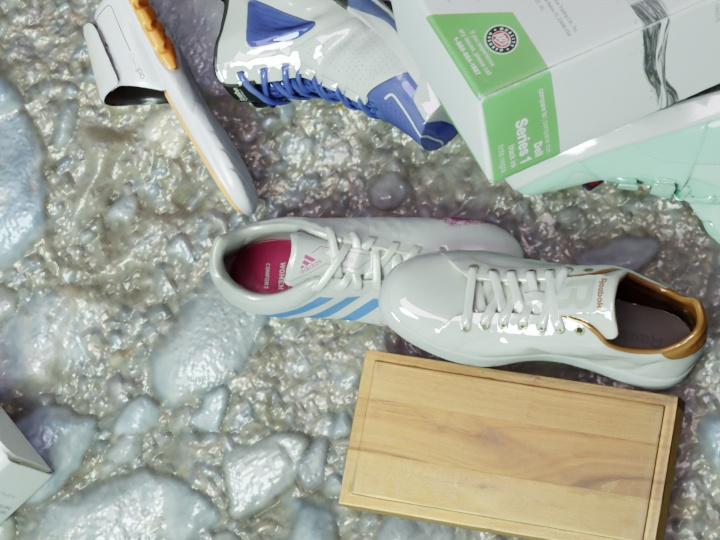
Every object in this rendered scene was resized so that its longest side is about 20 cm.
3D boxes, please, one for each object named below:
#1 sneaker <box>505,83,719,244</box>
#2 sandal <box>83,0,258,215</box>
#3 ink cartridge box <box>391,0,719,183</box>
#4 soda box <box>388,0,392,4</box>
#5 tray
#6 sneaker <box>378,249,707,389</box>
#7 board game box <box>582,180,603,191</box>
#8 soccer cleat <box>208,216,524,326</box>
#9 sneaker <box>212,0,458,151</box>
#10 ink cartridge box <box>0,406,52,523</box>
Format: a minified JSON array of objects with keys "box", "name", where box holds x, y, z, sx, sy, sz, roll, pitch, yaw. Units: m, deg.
[{"box":[0.191,-0.044,1.670,0.199,0.074,0.119,-14,101,12],"name":"sneaker"},{"box":[-0.137,-0.116,1.777,0.059,0.079,0.207,-30,76,5],"name":"sandal"},{"box":[0.134,-0.161,1.638,0.199,0.085,0.146,-23,52,-8],"name":"ink cartridge box"},{"box":[0.000,-0.242,1.773,0.068,0.064,0.200,-43,74,3],"name":"soda box"},{"box":[0.093,0.113,1.699,0.199,0.037,0.099,8,82,15],"name":"tray"},{"box":[0.113,0.016,1.655,0.199,0.085,0.073,8,66,-5],"name":"sneaker"},{"box":[0.193,-0.154,1.727,0.199,0.032,0.120,-34,69,7],"name":"board game box"},{"box":[0.000,0.000,1.717,0.199,0.086,0.070,-3,79,14],"name":"soccer cleat"},{"box":[-0.025,-0.132,1.758,0.115,0.081,0.200,-44,66,7],"name":"sneaker"},{"box":[-0.321,0.139,1.776,0.200,0.084,0.144,-43,72,5],"name":"ink cartridge box"}]
